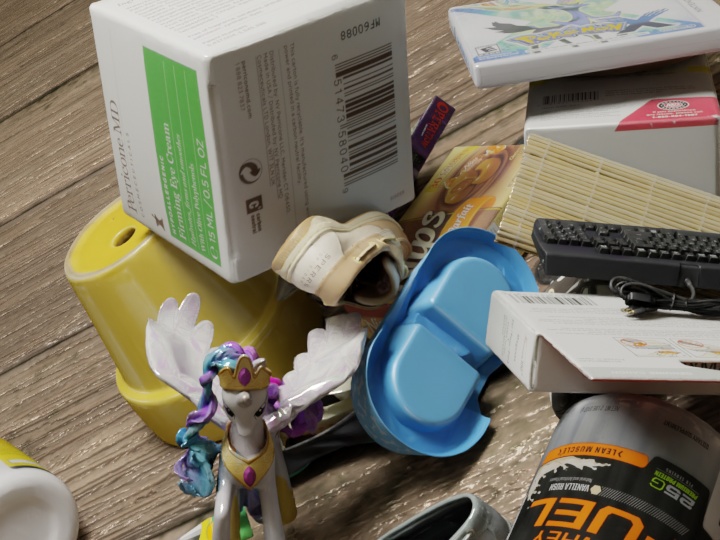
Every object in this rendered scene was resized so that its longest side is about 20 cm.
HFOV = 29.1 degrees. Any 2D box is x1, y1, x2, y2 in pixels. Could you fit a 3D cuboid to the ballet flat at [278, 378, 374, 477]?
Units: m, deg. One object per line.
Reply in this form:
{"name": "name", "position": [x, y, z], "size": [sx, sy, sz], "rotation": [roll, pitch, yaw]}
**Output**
{"name": "ballet flat", "position": [-0.043, 0.122, 1.136], "size": [0.199, 0.073, 0.073], "rotation": [-23, 32, 24]}

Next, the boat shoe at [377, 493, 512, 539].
{"name": "boat shoe", "position": [0.011, 0.211, 0.950], "size": [0.200, 0.072, 0.070], "rotation": [-31, 31, 13]}

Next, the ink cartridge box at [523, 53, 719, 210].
{"name": "ink cartridge box", "position": [0.209, -0.115, 1.108], "size": [0.145, 0.084, 0.200], "rotation": [-3, 26, 12]}

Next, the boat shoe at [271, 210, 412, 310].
{"name": "boat shoe", "position": [0.000, 0.000, 1.100], "size": [0.074, 0.069, 0.200], "rotation": [-53, -17, 18]}

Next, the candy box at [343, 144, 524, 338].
{"name": "candy box", "position": [0.084, -0.025, 1.221], "size": [0.115, 0.055, 0.200], "rotation": [3, 49, 49]}

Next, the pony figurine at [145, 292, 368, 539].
{"name": "pony figurine", "position": [-0.076, 0.112, 1.006], "size": [0.166, 0.201, 0.193], "rotation": [-1, 26, -1]}

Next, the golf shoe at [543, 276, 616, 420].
{"name": "golf shoe", "position": [0.171, 0.047, 1.018], "size": [0.094, 0.078, 0.200], "rotation": [-12, 27, 41]}

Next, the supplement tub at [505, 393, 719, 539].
{"name": "supplement tub", "position": [0.140, 0.181, 0.806], "size": [0.122, 0.123, 0.200], "rotation": [-7, 41, 41]}

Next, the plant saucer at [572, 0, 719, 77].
{"name": "plant saucer", "position": [0.211, -0.201, 1.158], "size": [0.199, 0.030, 0.200], "rotation": [-8, 23, 4]}

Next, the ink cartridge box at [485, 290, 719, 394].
{"name": "ink cartridge box", "position": [0.198, 0.057, 0.858], "size": [0.199, 0.044, 0.174], "rotation": [2, 16, -13]}

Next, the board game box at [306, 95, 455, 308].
{"name": "board game box", "position": [0.021, -0.066, 1.305], "size": [0.120, 0.032, 0.200], "rotation": [-46, 10, 48]}

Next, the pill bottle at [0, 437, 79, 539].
{"name": "pill bottle", "position": [-0.348, 0.214, 1.286], "size": [0.112, 0.112, 0.200], "rotation": [-47, 31, -18]}

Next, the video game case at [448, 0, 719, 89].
{"name": "video game case", "position": [0.177, -0.192, 1.092], "size": [0.199, 0.022, 0.182], "rotation": [-9, 24, 1]}

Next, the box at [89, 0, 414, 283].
{"name": "box", "position": [-0.084, -0.136, 1.135], "size": [0.200, 0.200, 0.171], "rotation": [-26, 38, -31]}

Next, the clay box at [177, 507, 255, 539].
{"name": "clay box", "position": [-0.152, 0.274, 1.059], "size": [0.200, 0.048, 0.115], "rotation": [-34, 30, 2]}

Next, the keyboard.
{"name": "keyboard", "position": [0.217, -0.003, 0.929], "size": [0.199, 0.021, 0.127], "rotation": [4, 28, -7]}

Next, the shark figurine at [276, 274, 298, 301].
{"name": "shark figurine", "position": [-0.041, -0.068, 1.286], "size": [0.128, 0.089, 0.215], "rotation": [-54, 6, 20]}

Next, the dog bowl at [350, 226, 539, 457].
{"name": "dog bowl", "position": [0.064, 0.058, 1.078], "size": [0.200, 0.111, 0.050], "rotation": [-57, 13, -31]}

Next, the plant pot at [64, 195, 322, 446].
{"name": "plant pot", "position": [-0.166, 0.028, 1.279], "size": [0.200, 0.189, 0.201], "rotation": [-27, 32, 18]}

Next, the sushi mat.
{"name": "sushi mat", "position": [0.202, -0.029, 0.994], "size": [0.012, 0.199, 0.096], "rotation": [108, -179, -63]}
